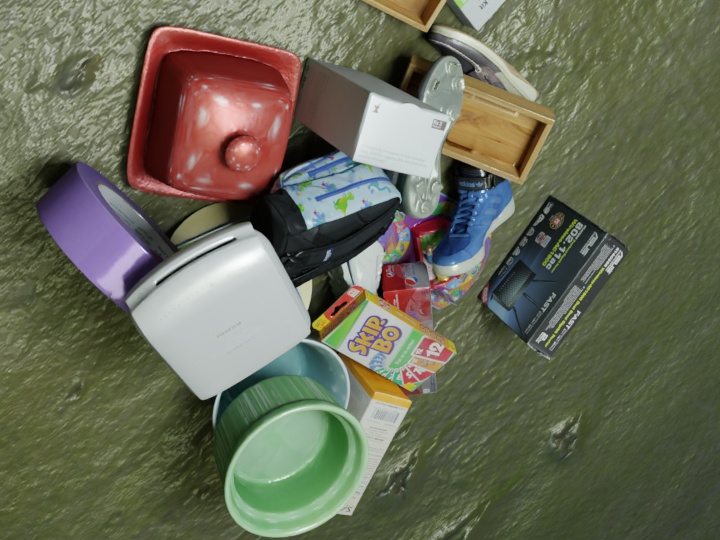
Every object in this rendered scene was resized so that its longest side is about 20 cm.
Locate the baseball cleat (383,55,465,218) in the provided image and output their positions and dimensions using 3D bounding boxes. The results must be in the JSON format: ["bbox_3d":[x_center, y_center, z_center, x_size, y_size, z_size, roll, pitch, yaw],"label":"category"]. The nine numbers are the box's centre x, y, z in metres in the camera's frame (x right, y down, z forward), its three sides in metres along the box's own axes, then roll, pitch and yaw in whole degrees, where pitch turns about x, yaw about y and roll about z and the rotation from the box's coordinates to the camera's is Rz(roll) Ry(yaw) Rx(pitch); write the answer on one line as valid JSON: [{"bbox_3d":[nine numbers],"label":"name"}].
[{"bbox_3d":[0.071,-0.171,1.164,0.069,0.106,0.204,7,101,-34],"label":"baseball cleat"}]

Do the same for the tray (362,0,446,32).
[{"bbox_3d":[0.020,-0.370,1.091,0.197,0.037,0.099,19,124,-27],"label":"tray"}]

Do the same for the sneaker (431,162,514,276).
[{"bbox_3d":[0.148,-0.087,1.275,0.200,0.076,0.113,-45,131,-37],"label":"sneaker"}]

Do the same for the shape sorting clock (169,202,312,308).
[{"bbox_3d":[-0.157,0.013,1.179,0.196,0.039,0.204,2,83,-15],"label":"shape sorting clock"}]

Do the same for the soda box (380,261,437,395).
[{"bbox_3d":[0.071,0.088,1.345,0.069,0.064,0.203,-6,125,1],"label":"soda box"}]

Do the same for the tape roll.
[{"bbox_3d":[-0.269,-0.028,1.046,0.066,0.200,0.200,-44,126,1],"label":"tape roll"}]

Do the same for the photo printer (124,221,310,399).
[{"bbox_3d":[-0.150,0.042,0.994,0.165,0.070,0.201,-31,147,-6],"label":"photo printer"}]

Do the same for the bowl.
[{"bbox_3d":[-0.123,0.159,1.278,0.197,0.105,0.204,-12,121,-21],"label":"bowl"}]

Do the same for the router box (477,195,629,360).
[{"bbox_3d":[0.283,0.007,1.380,0.062,0.150,0.202,29,100,-34],"label":"router box"}]

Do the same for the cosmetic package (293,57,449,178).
[{"bbox_3d":[0.007,-0.185,1.106,0.111,0.200,0.082,10,109,-28],"label":"cosmetic package"}]

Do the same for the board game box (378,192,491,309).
[{"bbox_3d":[0.116,-0.022,1.346,0.198,0.039,0.160,23,103,-35],"label":"board game box"}]

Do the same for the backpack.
[{"bbox_3d":[-0.042,-0.068,1.135,0.197,0.155,0.164,-14,151,-24],"label":"backpack"}]

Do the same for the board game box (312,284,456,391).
[{"bbox_3d":[0.034,0.096,1.280,0.199,0.030,0.095,33,117,-30],"label":"board game box"}]

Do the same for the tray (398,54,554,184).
[{"bbox_3d":[0.141,-0.196,1.203,0.197,0.037,0.100,21,126,-4],"label":"tray"}]

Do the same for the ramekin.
[{"bbox_3d":[-0.096,0.236,1.206,0.197,0.098,0.203,-12,120,-21],"label":"ramekin"}]

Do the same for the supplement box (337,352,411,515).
[{"bbox_3d":[-0.021,0.236,1.358,0.073,0.126,0.202,18,107,-34],"label":"supplement box"}]

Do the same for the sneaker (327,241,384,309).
[{"bbox_3d":[0.000,0.000,1.282,0.080,0.076,0.203,-26,125,-23],"label":"sneaker"}]

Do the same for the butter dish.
[{"bbox_3d":[-0.154,-0.157,1.072,0.196,0.148,0.203,5,113,-28],"label":"butter dish"}]

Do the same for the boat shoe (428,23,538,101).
[{"bbox_3d":[0.159,-0.258,1.230,0.198,0.072,0.066,25,98,-40],"label":"boat shoe"}]

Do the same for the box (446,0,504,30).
[{"bbox_3d":[0.136,-0.427,1.148,0.156,0.041,0.200,-47,127,2],"label":"box"}]
